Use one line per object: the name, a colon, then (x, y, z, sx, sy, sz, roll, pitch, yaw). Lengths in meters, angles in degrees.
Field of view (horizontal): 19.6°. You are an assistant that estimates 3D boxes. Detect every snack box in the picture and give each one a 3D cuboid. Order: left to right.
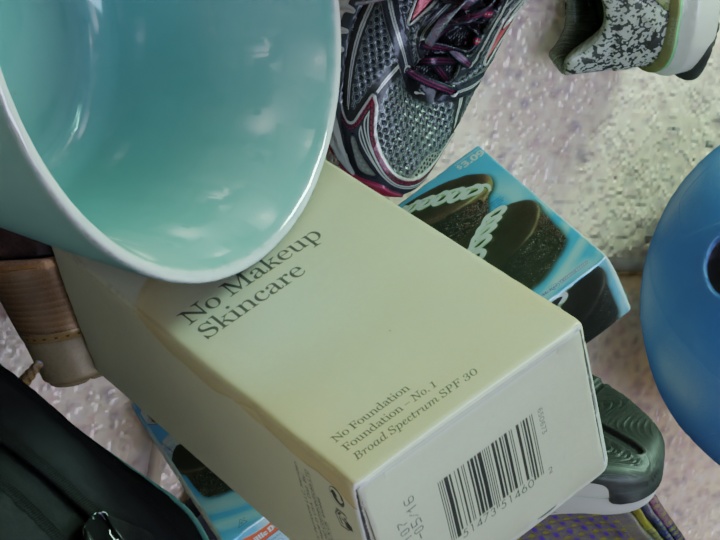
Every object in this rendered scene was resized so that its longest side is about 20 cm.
snack box: (0.006, 0.038, 0.906, 0.199, 0.116, 0.037, -37, 128, -6)

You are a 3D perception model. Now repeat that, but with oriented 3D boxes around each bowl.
bowl: (-0.104, -0.092, 0.732, 0.200, 0.104, 0.203, 15, 72, -56)

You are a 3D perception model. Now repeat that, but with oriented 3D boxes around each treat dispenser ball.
treat dispenser ball: (0.240, 0.018, 1.049, 0.199, 0.200, 0.203, -13, 113, -33)

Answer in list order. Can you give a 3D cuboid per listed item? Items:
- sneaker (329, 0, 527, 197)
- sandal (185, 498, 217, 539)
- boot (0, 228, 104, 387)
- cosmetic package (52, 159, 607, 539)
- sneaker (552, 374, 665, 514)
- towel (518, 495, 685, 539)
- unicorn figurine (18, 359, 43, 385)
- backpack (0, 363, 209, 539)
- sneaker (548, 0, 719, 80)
sneaker: (0.043, -0.128, 0.930, 0.080, 0.074, 0.202, 17, 96, -40)
sandal: (-0.065, 0.192, 0.980, 0.076, 0.043, 0.202, 4, 103, -38)
boot: (-0.081, -0.060, 0.865, 0.199, 0.072, 0.168, -27, 109, -43)
cosmetic package: (-0.015, 0.029, 0.754, 0.103, 0.200, 0.074, -34, 132, -22)
sneaker: (0.054, 0.104, 0.940, 0.075, 0.199, 0.116, -33, 122, -43)
towel: (0.100, 0.160, 1.047, 0.200, 0.142, 0.023, 53, 31, -39)
unicorn figurine: (-0.161, 0.135, 0.879, 0.138, 0.073, 0.201, -53, 143, -22)
backpack: (-0.156, 0.112, 0.728, 0.176, 0.199, 0.154, -25, 139, -66)
sneaker: (0.117, -0.177, 0.975, 0.088, 0.077, 0.202, -18, 114, -22)
